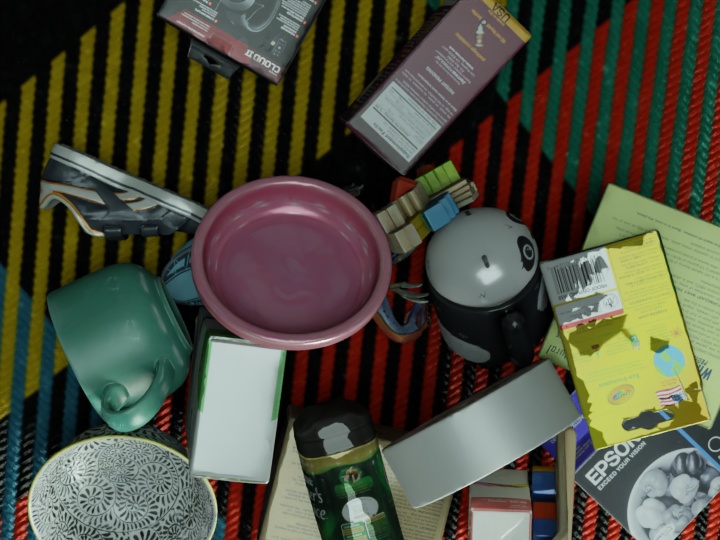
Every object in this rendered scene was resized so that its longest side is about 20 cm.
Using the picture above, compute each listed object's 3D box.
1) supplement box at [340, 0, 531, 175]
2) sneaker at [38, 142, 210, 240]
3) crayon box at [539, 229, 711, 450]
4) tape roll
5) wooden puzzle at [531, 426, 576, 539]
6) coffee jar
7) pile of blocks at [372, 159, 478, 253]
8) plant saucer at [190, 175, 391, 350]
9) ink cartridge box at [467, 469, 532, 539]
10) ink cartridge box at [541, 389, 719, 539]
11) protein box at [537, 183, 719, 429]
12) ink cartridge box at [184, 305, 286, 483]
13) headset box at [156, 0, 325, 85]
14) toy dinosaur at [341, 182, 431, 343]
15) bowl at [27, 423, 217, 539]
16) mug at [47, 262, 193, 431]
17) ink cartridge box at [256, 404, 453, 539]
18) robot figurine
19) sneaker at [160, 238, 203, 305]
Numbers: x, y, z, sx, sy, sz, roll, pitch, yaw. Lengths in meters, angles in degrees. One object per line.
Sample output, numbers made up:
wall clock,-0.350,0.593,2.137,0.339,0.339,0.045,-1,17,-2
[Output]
supplement box,0.077,-0.204,1.634,0.086,0.110,0.200,42,93,-9
sneaker,-0.247,-0.064,1.642,0.200,0.078,0.080,22,91,3
crayon box,0.271,0.071,1.570,0.127,0.051,0.200,-16,87,12
tape roll,0.124,0.167,1.586,0.202,0.202,0.071,-30,86,-1
wooden puzzle,0.203,0.295,1.655,0.046,0.200,0.185,3,122,10
coffee jar,-0.010,0.237,1.617,0.085,0.104,0.200,-15,98,-6
pile of blocks,0.070,-0.081,1.618,0.082,0.200,0.062,-25,100,24
plant saucer,-0.070,-0.002,1.539,0.200,0.051,0.201,4,57,-6
ink cartridge box,0.150,0.284,1.662,0.067,0.200,0.117,1,99,4
ink cartridge box,0.333,0.189,1.749,0.200,0.043,0.198,43,92,-8
protein box,0.323,0.035,1.654,0.198,0.135,0.200,23,95,11
ink cartridge box,-0.135,0.125,1.617,0.084,0.200,0.146,7,98,-9
headset box,-0.113,-0.301,1.620,0.149,0.077,0.200,28,95,-8
toy dinosaur,0.000,0.000,1.694,0.200,0.105,0.182,-5,112,30
bowl,-0.253,0.232,1.661,0.200,0.094,0.201,-1,121,-2
mug,-0.239,0.082,1.617,0.114,0.152,0.185,-26,75,-3
ink cartridge box,-0.003,0.253,1.710,0.200,0.075,0.165,14,98,-8
robot figurine,0.139,0.020,1.640,0.150,0.200,0.125,21,61,27
sneaker,-0.133,0.002,1.630,0.200,0.096,0.079,-10,105,22
